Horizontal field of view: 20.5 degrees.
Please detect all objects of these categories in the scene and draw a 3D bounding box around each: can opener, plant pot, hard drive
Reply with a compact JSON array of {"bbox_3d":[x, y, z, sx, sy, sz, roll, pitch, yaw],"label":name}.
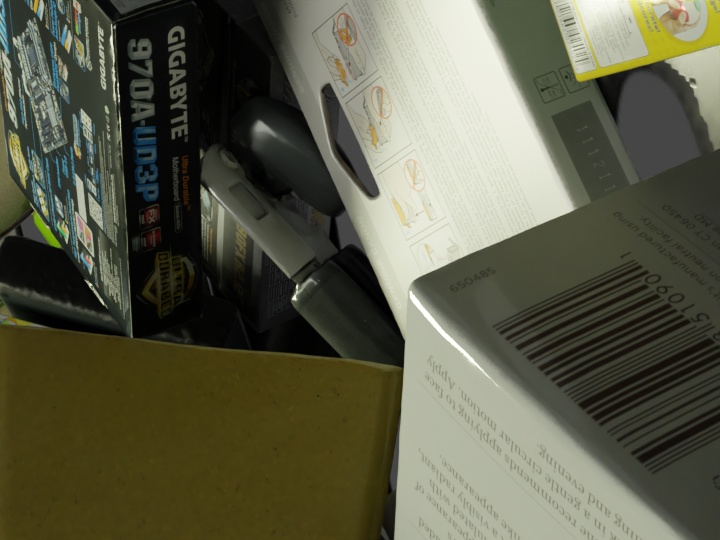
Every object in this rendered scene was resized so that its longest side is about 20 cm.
[{"bbox_3d":[0.000,0.000,0.989,0.200,0.053,0.067,45,121,3],"label":"can opener"},{"bbox_3d":[-0.090,0.162,0.944,0.194,0.194,0.201,108,167,-65],"label":"plant pot"},{"bbox_3d":[-0.127,0.051,1.158,0.139,0.033,0.200,17,160,11],"label":"hard drive"}]

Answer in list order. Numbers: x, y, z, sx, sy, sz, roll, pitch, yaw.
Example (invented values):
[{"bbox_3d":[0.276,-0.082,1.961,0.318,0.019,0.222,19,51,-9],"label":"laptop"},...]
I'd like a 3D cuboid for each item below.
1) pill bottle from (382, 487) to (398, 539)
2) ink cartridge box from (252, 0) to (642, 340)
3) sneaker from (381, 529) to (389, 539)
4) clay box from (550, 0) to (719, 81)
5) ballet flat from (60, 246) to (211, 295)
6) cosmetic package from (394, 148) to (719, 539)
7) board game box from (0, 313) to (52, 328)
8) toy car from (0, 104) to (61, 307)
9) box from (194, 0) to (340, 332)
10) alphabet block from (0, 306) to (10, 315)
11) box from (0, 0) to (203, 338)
[{"bbox_3d":[0.087,0.183,0.948,0.201,0.109,0.109,61,152,11],"label":"pill bottle"},{"bbox_3d":[0.034,-0.083,0.909,0.201,0.045,0.176,66,152,3],"label":"ink cartridge box"},{"bbox_3d":[-0.011,0.163,1.158,0.200,0.080,0.115,58,-177,-19],"label":"sneaker"},{"bbox_3d":[0.129,-0.140,0.692,0.200,0.047,0.116,-7,104,61],"label":"clay box"},{"bbox_3d":[-0.124,0.011,1.231,0.073,0.073,0.200,49,177,30],"label":"ballet flat"},{"bbox_3d":[0.123,0.095,0.754,0.165,0.164,0.201,44,145,38],"label":"cosmetic package"},{"bbox_3d":[-0.143,0.090,1.151,0.134,0.034,0.200,13,158,20],"label":"board game box"},{"bbox_3d":[-0.232,-0.070,1.296,0.165,0.157,0.200,55,-173,2],"label":"toy car"},{"bbox_3d":[-0.076,-0.090,1.100,0.158,0.048,0.201,46,146,34],"label":"box"},{"bbox_3d":[-0.336,0.124,1.581,0.201,0.194,0.196,65,151,5],"label":"alphabet block"},{"bbox_3d":[-0.136,-0.088,1.006,0.159,0.046,0.201,48,148,40],"label":"box"}]
